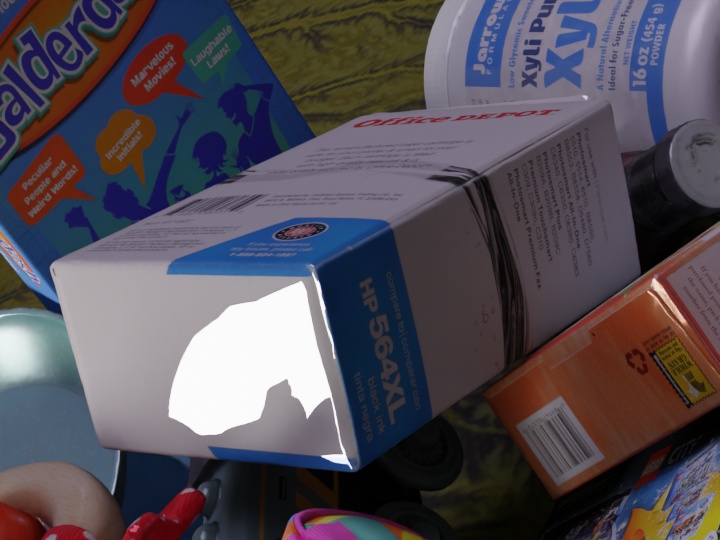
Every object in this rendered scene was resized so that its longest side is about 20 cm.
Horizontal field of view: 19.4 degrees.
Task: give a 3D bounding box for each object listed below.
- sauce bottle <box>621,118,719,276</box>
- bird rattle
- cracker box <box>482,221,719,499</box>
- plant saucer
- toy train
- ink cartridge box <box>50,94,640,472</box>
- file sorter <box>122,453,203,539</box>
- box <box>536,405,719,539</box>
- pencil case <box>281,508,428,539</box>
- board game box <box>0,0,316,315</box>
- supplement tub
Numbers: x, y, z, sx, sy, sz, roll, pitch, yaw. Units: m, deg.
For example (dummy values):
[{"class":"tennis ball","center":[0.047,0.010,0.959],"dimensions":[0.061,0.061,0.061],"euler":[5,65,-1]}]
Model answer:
[{"class":"sauce bottle","center":[0.110,-0.021,0.980],"dimensions":[0.066,0.066,0.200],"euler":[-57,10,-28]},{"class":"bird rattle","center":[-0.146,0.129,0.814],"dimensions":[0.200,0.113,0.163],"euler":[-38,29,10]},{"class":"cracker box","center":[0.160,0.005,0.849],"dimensions":[0.200,0.058,0.134],"euler":[-33,-5,-34]},{"class":"plant saucer","center":[-0.174,0.114,0.947],"dimensions":[0.199,0.036,0.201],"euler":[-20,52,28]},{"class":"toy train","center":[-0.019,0.124,0.891],"dimensions":[0.085,0.113,0.201],"euler":[125,155,-44]},{"class":"ink cartridge box","center":[0.000,0.000,0.853],"dimensions":[0.145,0.085,0.200],"euler":[0,20,42]},{"class":"file sorter","center":[-0.069,0.089,1.033],"dimensions":[0.122,0.139,0.201],"euler":[0,48,43]},{"class":"box","center":[0.105,0.125,0.798],"dimensions":[0.137,0.038,0.200],"euler":[-57,7,-28]},{"class":"pencil case","center":[-0.023,0.188,0.773],"dimensions":[0.088,0.088,0.201],"euler":[28,98,59]},{"class":"board game box","center":[-0.117,-0.070,0.967],"dimensions":[0.152,0.200,0.045],"euler":[-47,37,-16]},{"class":"supplement tub","center":[0.140,-0.095,1.047],"dimensions":[0.199,0.132,0.132],"euler":[7,53,51]}]
